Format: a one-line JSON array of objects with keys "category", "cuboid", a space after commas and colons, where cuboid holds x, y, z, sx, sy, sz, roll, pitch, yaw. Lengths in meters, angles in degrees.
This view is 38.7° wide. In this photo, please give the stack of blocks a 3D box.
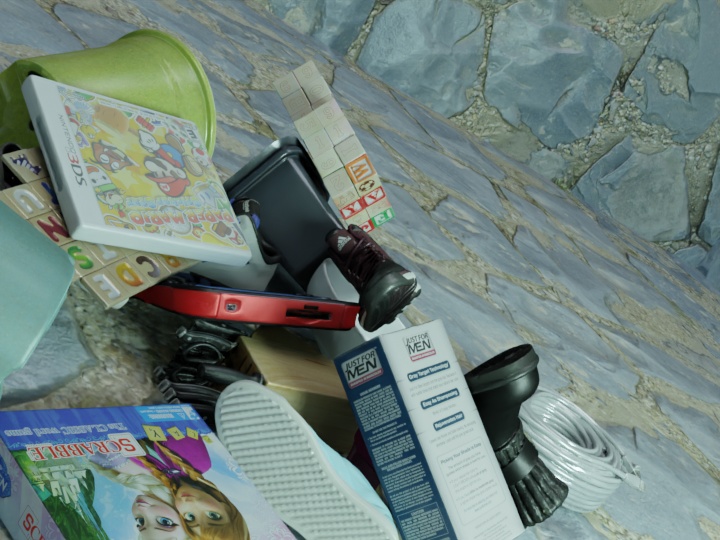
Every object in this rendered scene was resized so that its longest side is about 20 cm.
[{"category": "stack of blocks", "cuboid": [-0.035, -0.152, 1.230, 0.202, 0.058, 0.115, 63, 2, 26]}]

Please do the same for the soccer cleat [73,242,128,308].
[{"category": "soccer cleat", "cuboid": [-0.237, -0.034, 0.983, 0.078, 0.069, 0.201, 52, 18, -24]}]

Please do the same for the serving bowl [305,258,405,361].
[{"category": "serving bowl", "cuboid": [0.003, 0.085, 1.135, 0.200, 0.066, 0.200, 47, 12, -13]}]

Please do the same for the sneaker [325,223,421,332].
[{"category": "sneaker", "cuboid": [0.000, 0.000, 1.079, 0.116, 0.076, 0.200, 47, 1, 7]}]

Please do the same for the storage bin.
[{"category": "storage bin", "cuboid": [-0.078, -0.041, 1.230, 0.135, 0.145, 0.200, 51, -2, 20]}]

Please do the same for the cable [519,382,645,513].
[{"category": "cable", "cuboid": [0.232, 0.206, 1.262, 0.198, 0.070, 0.201, 22, 21, -31]}]

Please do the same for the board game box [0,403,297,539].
[{"category": "board game box", "cuboid": [-0.144, 0.176, 0.717, 0.199, 0.041, 0.199, 45, 20, 29]}]

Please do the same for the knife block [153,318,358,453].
[{"category": "knife block", "cuboid": [-0.085, 0.118, 0.937, 0.199, 0.064, 0.176, 35, 19, 1]}]

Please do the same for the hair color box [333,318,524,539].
[{"category": "hair color box", "cuboid": [0.060, 0.152, 0.887, 0.099, 0.060, 0.203, -9, 76, -53]}]

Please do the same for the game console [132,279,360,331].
[{"category": "game console", "cuboid": [-0.117, 0.027, 0.999, 0.198, 0.032, 0.176, 8, 3, -35]}]

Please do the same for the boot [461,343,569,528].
[{"category": "boot", "cuboid": [0.145, 0.166, 0.982, 0.159, 0.079, 0.211, 58, -22, 9]}]

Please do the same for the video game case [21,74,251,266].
[{"category": "video game case", "cuboid": [-0.209, -0.092, 0.972, 0.198, 0.023, 0.184, 11, 44, -49]}]

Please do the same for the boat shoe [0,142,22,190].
[{"category": "boat shoe", "cuboid": [-0.317, -0.051, 0.966, 0.066, 0.057, 0.200, 17, 25, -46]}]

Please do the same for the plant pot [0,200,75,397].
[{"category": "plant pot", "cuboid": [-0.305, 0.002, 0.664, 0.195, 0.201, 0.201, 35, 16, -19]}]

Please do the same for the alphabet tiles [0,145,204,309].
[{"category": "alphabet tiles", "cuboid": [-0.241, -0.047, 0.904, 0.167, 0.008, 0.200, 47, 26, 4]}]

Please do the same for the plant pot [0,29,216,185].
[{"category": "plant pot", "cuboid": [-0.289, -0.159, 1.100, 0.200, 0.202, 0.183, 41, 28, 21]}]

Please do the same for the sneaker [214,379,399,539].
[{"category": "sneaker", "cuboid": [-0.045, 0.172, 0.853, 0.201, 0.074, 0.082, 51, 2, -2]}]

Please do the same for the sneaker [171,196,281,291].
[{"category": "sneaker", "cuboid": [-0.167, -0.040, 1.108, 0.198, 0.116, 0.081, 28, 18, -19]}]

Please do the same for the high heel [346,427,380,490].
[{"category": "high heel", "cuboid": [0.077, 0.205, 0.944, 0.198, 0.097, 0.068, 31, 18, -10]}]
